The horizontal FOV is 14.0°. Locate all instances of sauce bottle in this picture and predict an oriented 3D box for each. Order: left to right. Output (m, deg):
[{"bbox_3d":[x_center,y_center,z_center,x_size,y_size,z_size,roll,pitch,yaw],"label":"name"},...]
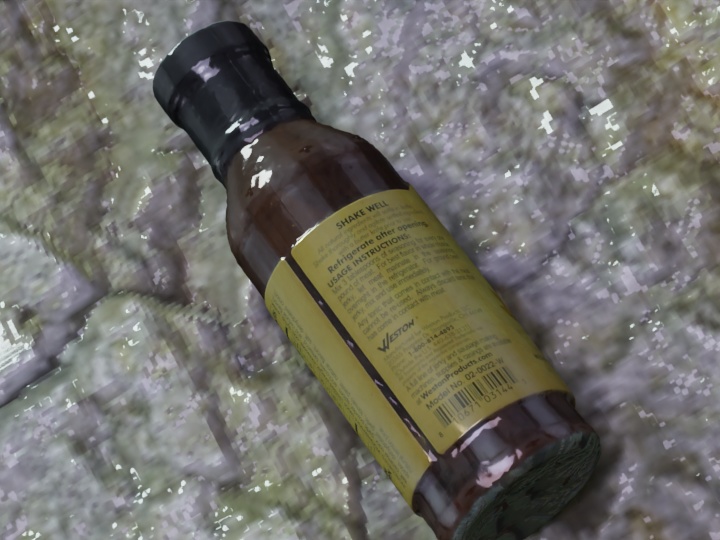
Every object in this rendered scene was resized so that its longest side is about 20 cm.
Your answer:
[{"bbox_3d":[0.000,0.000,0.954,0.065,0.065,0.200,-36,66,3],"label":"sauce bottle"}]
